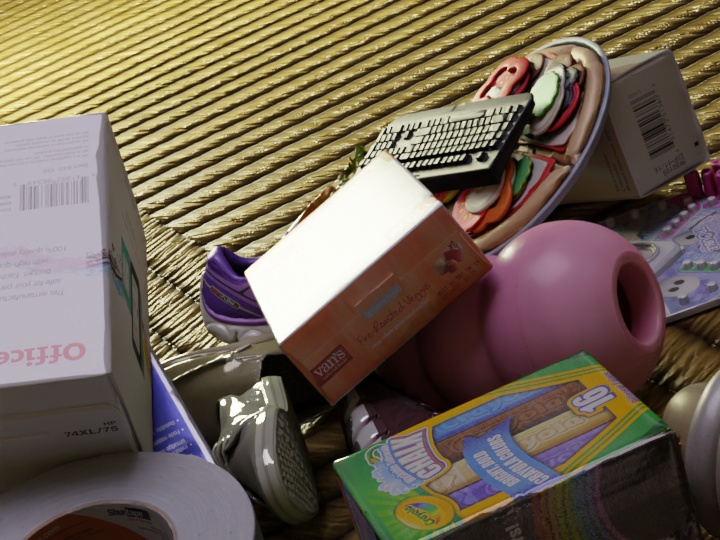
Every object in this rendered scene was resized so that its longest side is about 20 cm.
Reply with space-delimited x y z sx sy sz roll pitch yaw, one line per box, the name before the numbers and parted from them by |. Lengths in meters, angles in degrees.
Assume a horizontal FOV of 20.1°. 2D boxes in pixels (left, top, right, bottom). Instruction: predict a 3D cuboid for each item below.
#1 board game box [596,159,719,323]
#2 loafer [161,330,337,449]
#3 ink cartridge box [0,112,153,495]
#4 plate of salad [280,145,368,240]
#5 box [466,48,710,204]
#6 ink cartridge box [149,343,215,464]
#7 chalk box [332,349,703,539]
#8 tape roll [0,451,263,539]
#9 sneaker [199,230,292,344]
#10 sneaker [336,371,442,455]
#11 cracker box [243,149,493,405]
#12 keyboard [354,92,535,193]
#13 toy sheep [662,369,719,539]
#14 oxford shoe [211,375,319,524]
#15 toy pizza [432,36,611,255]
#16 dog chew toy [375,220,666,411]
board game box | 0.193 -0.010 1.458 0.199 0.026 0.200 -20 21 4
loafer | -0.085 0.088 1.408 0.199 0.076 0.068 -26 16 -14
ink cartridge box | -0.216 0.029 1.295 0.146 0.146 0.201 -7 55 2
plate of salad | 0.001 -0.043 1.634 0.199 0.048 0.200 -27 28 16
box | 0.168 -0.106 1.578 0.078 0.095 0.200 -29 12 -28
ink cartridge box | -0.188 0.157 1.319 0.197 0.047 0.200 -26 58 -11
chalk box | 0.067 0.150 1.055 0.199 0.125 0.124 -22 22 -7
tape roll | -0.149 0.191 1.180 0.199 0.066 0.201 -10 32 6
sneaker | -0.024 0.011 1.494 0.199 0.084 0.081 -1 16 10
sneaker | 0.053 0.112 1.250 0.115 0.076 0.200 -15 30 -5
cracker box | 0.000 0.000 1.327 0.134 0.058 0.200 -40 15 2
keyboard | 0.048 -0.073 1.518 0.200 0.021 0.128 -5 55 60
toy sheep | 0.240 0.093 1.030 0.199 0.139 0.138 7 34 42
oxford shoe | -0.063 0.117 1.273 0.057 0.076 0.200 -19 13 -2
toy pizza | 0.106 -0.092 1.498 0.200 0.032 0.201 -41 29 28
dog chew toy | 0.094 0.041 1.308 0.199 0.125 0.125 -15 20 35
